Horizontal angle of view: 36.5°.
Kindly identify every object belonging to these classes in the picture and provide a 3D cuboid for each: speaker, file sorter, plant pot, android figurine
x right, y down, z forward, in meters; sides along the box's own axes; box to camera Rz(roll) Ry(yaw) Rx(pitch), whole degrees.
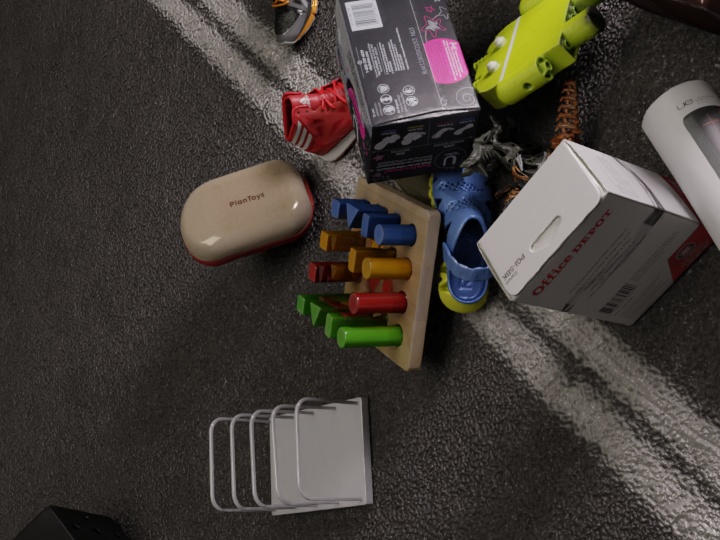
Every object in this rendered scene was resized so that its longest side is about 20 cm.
[{"bbox_3d":[0.353,-0.089,1.060,0.081,0.081,0.201,-45,51,33],"label":"speaker"},{"bbox_3d":[-0.096,0.250,1.460,0.199,0.124,0.140,-19,69,44],"label":"file sorter"},{"bbox_3d":[-0.471,0.504,1.789,0.200,0.199,0.178,32,95,47],"label":"plant pot"},{"bbox_3d":[0.199,-0.261,1.256,0.199,0.041,0.183,-26,34,45],"label":"android figurine"}]

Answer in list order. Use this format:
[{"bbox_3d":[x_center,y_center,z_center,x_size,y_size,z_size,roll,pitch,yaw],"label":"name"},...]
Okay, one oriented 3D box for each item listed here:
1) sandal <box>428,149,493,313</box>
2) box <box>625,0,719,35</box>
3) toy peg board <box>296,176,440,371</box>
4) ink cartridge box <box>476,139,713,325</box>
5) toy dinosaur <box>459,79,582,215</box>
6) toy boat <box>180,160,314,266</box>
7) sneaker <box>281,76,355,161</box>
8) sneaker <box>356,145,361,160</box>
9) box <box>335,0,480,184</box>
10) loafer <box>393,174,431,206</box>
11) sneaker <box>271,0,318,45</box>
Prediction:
[{"bbox_3d":[0.128,-0.055,1.291,0.087,0.079,0.202,123,141,-78],"label":"sandal"},{"bbox_3d":[0.335,-0.332,1.067,0.200,0.163,0.167,37,109,45],"label":"box"},{"bbox_3d":[0.000,0.000,1.365,0.200,0.097,0.201,33,120,59],"label":"toy peg board"},{"bbox_3d":[0.237,-0.033,1.085,0.147,0.199,0.083,-51,47,28],"label":"ink cartridge box"},{"bbox_3d":[0.202,-0.114,1.246,0.135,0.102,0.201,28,88,26],"label":"toy dinosaur"},{"bbox_3d":[-0.163,-0.069,1.609,0.198,0.131,0.131,-18,61,-1],"label":"toy boat"},{"bbox_3d":[-0.033,-0.235,1.497,0.200,0.115,0.079,-52,48,28],"label":"sneaker"},{"bbox_3d":[0.072,-0.197,1.407,0.201,0.069,0.100,-55,49,25],"label":"sneaker"},{"bbox_3d":[0.049,-0.219,1.277,0.115,0.131,0.201,92,166,-58],"label":"box"},{"bbox_3d":[0.055,-0.135,1.364,0.201,0.070,0.075,53,131,4],"label":"loafer"},{"bbox_3d":[-0.109,-0.443,1.658,0.078,0.077,0.202,5,87,47],"label":"sneaker"}]
